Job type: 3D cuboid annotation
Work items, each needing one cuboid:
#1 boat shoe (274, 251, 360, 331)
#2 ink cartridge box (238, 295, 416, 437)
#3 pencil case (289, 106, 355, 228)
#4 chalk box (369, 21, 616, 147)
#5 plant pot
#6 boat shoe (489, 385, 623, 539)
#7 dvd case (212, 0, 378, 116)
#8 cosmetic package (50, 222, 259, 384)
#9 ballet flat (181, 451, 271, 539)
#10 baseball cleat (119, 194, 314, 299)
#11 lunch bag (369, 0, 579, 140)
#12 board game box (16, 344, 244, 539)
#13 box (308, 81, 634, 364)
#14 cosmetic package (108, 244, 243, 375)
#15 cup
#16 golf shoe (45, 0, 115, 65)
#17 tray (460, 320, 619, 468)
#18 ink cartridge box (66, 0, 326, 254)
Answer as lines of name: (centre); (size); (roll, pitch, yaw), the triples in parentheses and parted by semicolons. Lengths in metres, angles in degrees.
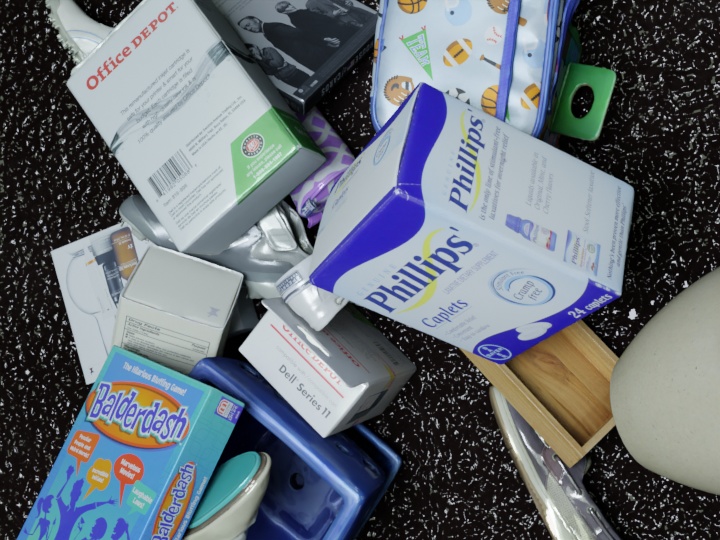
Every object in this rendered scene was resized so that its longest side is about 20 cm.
boat shoe: (0.000, 0.000, 0.943); (0.072, 0.200, 0.066); (-38, 86, 30)
ink cartridge box: (-0.033, 0.084, 0.946); (0.117, 0.200, 0.068); (43, 102, 15)
pencil case: (-0.081, -0.143, 1.033); (0.201, 0.083, 0.086); (54, 139, 13)
chalk box: (0.130, -0.170, 0.934); (0.198, 0.124, 0.126); (18, 94, 18)
plant pot: (-0.086, 0.208, 0.971); (0.199, 0.179, 0.201); (36, 104, 16)
boat shoe: (0.183, 0.189, 0.942); (0.064, 0.072, 0.202); (-27, 76, 3)
dvd case: (-0.092, -0.246, 1.016); (0.199, 0.025, 0.151); (31, 58, 17)
cosmetic package: (-0.220, 0.019, 1.093); (0.198, 0.052, 0.153); (-20, 85, 18)
ballet flat: (-0.137, 0.221, 0.868); (0.199, 0.069, 0.070); (-33, 79, 21)
baseball cleat: (-0.132, -0.045, 1.003); (0.198, 0.070, 0.107); (27, 111, -7)
lunch bag: (0.094, -0.192, 0.844); (0.158, 0.075, 0.203); (8, 92, 16)
board game box: (-0.198, 0.177, 0.860); (0.151, 0.045, 0.202); (13, 73, 44)
box: (0.084, -0.027, 0.828); (0.198, 0.184, 0.106); (23, 60, -14)
cosmetic package: (-0.188, 0.087, 1.002); (0.102, 0.088, 0.201); (19, 128, -4)
cup: (0.295, 0.102, 0.853); (0.142, 0.199, 0.203); (-25, 81, 42)
golf shoe: (-0.255, -0.231, 1.108); (0.097, 0.078, 0.201); (-38, 83, -3)
tray: (0.157, 0.070, 0.939); (0.098, 0.037, 0.200); (-35, 75, -26)
ink cartridge box: (-0.149, -0.137, 0.930); (0.146, 0.083, 0.201); (-38, 79, 13)
